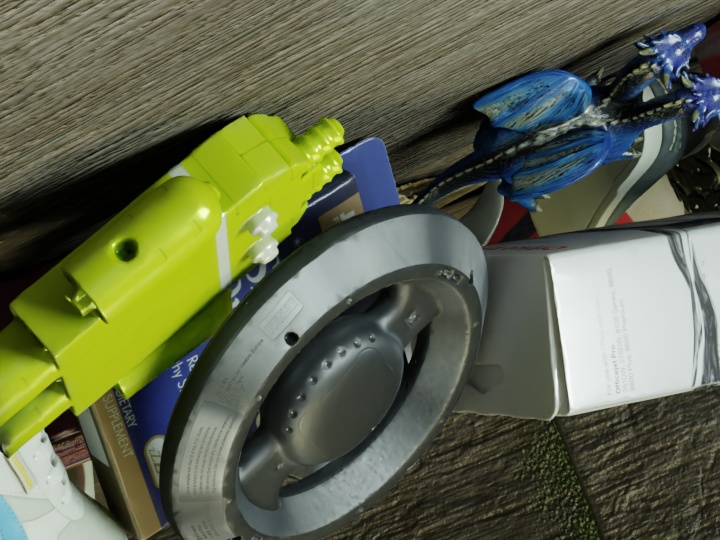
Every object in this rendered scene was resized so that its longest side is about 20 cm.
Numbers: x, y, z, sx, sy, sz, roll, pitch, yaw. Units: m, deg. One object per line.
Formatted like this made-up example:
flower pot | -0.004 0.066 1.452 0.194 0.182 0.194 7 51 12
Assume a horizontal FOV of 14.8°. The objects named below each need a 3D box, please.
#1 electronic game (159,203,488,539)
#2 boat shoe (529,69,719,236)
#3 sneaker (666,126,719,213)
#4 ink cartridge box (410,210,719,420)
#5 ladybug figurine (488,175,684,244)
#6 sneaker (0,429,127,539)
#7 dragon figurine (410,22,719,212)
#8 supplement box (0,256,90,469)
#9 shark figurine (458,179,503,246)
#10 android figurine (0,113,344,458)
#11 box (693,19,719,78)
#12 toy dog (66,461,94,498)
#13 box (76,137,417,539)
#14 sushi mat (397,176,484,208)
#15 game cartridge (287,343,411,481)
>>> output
electronic game | -0.015 0.055 1.314 0.200 0.042 0.200 -33 145 -27
boat shoe | 0.146 -0.062 1.561 0.062 0.073 0.200 -15 167 -19
sneaker | 0.235 -0.073 1.573 0.089 0.079 0.200 -32 -156 -20
ink cartridge box | 0.143 0.019 1.433 0.200 0.084 0.145 -9 -176 -30
ladybug figurine | 0.112 -0.002 1.730 0.200 0.136 0.072 -46 136 -6
sneaker | -0.172 0.083 1.270 0.081 0.077 0.200 -46 126 8
dragon figurine | 0.092 -0.066 1.382 0.200 0.059 0.099 -22 174 2
supplement box | -0.163 0.055 1.432 0.110 0.086 0.200 -21 175 -15
shark figurine | -0.008 -0.014 1.544 0.214 0.128 0.089 10 166 47
android figurine | -0.087 0.003 1.197 0.200 0.041 0.182 -38 169 -12
box | 0.265 -0.112 1.380 0.095 0.103 0.200 -19 174 -27
toy dog | -0.191 0.148 1.615 0.194 0.200 0.139 -26 173 37
box | -0.048 0.030 1.343 0.200 0.121 0.032 -32 -147 -24
sushi mat | 0.003 -0.024 1.677 0.096 0.012 0.200 -18 173 -38
game cartridge | -0.021 0.062 1.659 0.041 0.133 0.200 20 174 -18
